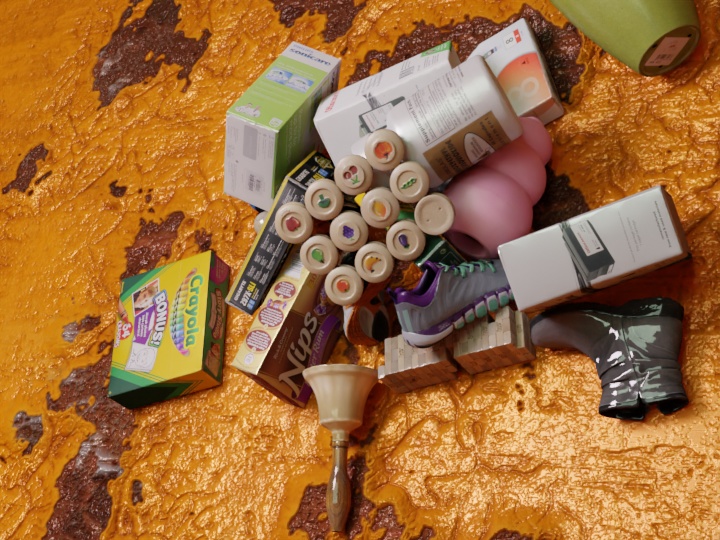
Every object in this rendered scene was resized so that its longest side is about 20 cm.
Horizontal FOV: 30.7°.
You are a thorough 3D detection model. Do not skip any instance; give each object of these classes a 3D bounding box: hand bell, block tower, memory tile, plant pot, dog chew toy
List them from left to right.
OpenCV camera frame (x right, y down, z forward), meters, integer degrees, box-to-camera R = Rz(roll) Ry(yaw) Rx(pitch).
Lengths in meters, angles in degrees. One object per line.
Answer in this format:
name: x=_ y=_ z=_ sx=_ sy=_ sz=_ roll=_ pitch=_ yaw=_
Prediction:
hand bell: x=-0.027 y=0.229 z=1.667 sx=0.103 sy=0.104 sz=0.203 roll=-9 pitch=69 yaw=31
memory tile: x=0.005 y=-0.063 z=1.612 sx=0.199 sy=0.154 sz=0.017 roll=-37 pitch=5 yaw=16
block tower: x=0.119 y=0.100 z=1.649 sx=0.198 sy=0.054 sz=0.059 roll=-18 pitch=53 yaw=26
dog chew toy: x=0.183 y=-0.114 z=1.692 sx=0.123 sy=0.125 sz=0.202 roll=13 pitch=64 yaw=40
plant pot: x=0.350 y=-0.355 z=1.696 sx=0.186 sy=0.187 sz=0.202 roll=-34 pitch=63 yaw=13

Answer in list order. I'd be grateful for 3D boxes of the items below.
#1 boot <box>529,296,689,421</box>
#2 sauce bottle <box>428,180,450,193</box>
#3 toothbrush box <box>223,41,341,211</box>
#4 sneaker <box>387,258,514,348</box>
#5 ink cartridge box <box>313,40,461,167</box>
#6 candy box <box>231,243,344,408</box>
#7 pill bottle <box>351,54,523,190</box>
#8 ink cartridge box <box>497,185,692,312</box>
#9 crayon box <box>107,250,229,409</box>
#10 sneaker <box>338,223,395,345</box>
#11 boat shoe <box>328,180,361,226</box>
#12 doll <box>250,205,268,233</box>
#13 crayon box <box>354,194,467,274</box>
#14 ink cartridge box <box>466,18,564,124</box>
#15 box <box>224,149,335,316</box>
boot: x=0.281 y=0.107 z=1.521 sx=0.198 sy=0.070 sz=0.134 roll=-10 pitch=63 yaw=36
sauce bottle: x=0.080 y=-0.135 z=1.808 sx=0.198 sy=0.066 sz=0.067 roll=16 pitch=73 yaw=43
toothbrush box: x=-0.110 y=-0.204 z=1.851 sx=0.085 sy=0.147 sz=0.201 roll=20 pitch=44 yaw=13
sneaker: x=0.128 y=0.013 z=1.611 sx=0.199 sy=0.088 sz=0.074 roll=-32 pitch=20 yaw=-19
ink cartridge box: x=0.047 y=-0.223 z=1.774 sx=0.198 sy=0.085 sz=0.146 roll=-22 pitch=17 yaw=13
candy box: x=-0.081 y=0.069 z=1.768 sx=0.056 sy=0.117 sz=0.202 roll=15 pitch=72 yaw=40
pill bottle: x=0.093 y=-0.170 z=1.639 sx=0.198 sy=0.114 sz=0.115 roll=-31 pitch=49 yaw=12
ink cartridge box: x=0.274 y=-0.022 z=1.525 sx=0.197 sy=0.144 sz=0.085 roll=-20 pitch=82 yaw=17
crayon box: x=-0.283 y=0.088 z=1.941 sx=0.171 sy=0.058 sz=0.203 roll=-18 pitch=54 yaw=26
sneaker: x=0.000 y=0.000 z=1.715 sx=0.074 sy=0.202 sz=0.093 roll=-4 pitch=42 yaw=-10
boat shoe: x=-0.013 y=-0.081 z=1.844 sx=0.072 sy=0.067 sz=0.201 roll=-36 pitch=48 yaw=12
doll: x=-0.122 y=-0.135 z=1.968 sx=0.135 sy=0.048 sz=0.203 roll=-9 pitch=55 yaw=32
crayon box: x=0.071 y=-0.046 z=1.722 sx=0.052 sy=0.126 sz=0.200 roll=-44 pitch=46 yaw=3
ink cartridge box: x=0.170 y=-0.240 z=1.823 sx=0.198 sy=0.050 sz=0.164 roll=-26 pitch=50 yaw=17
box: x=-0.105 y=-0.054 z=1.800 sx=0.049 sy=0.160 sz=0.202 roll=29 pitch=112 yaw=3
